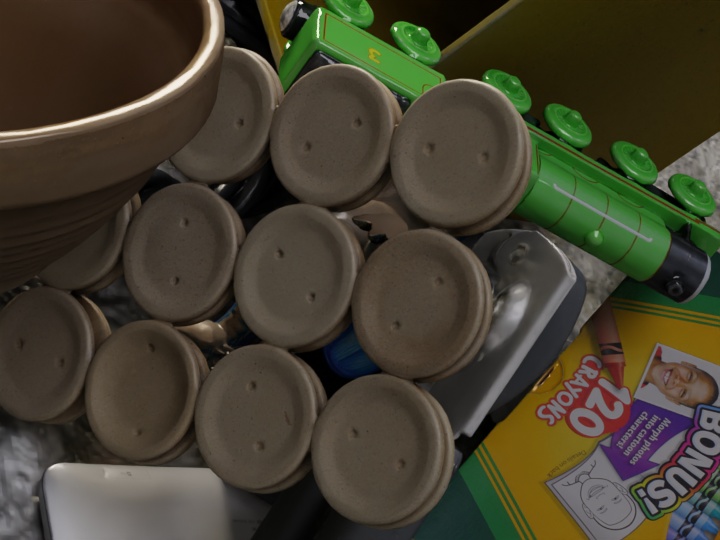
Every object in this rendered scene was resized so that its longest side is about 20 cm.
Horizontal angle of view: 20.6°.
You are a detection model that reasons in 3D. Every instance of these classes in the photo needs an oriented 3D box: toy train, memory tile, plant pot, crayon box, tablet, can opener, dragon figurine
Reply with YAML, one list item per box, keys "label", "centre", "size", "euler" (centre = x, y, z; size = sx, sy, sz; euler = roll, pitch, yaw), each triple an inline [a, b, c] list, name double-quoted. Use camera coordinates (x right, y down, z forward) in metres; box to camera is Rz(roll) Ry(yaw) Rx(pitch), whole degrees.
- label: "toy train"
  centre: [0.056, -0.044, 0.746]
  size: [0.199, 0.042, 0.057]
  euler: [27, 33, -17]
- label: "memory tile"
  centre: [-0.041, -0.001, 0.692]
  size: [0.017, 0.199, 0.154]
  euler: [19, 85, -59]
- label: "plant pot"
  centre: [-0.149, -0.053, 0.667]
  size: [0.199, 0.093, 0.201]
  euler: [8, 31, -5]
- label: "plant pot"
  centre: [0.080, -0.136, 0.870]
  size: [0.176, 0.199, 0.201]
  euler: [35, 28, -45]
- label: "crayon box"
  centre: [0.115, 0.088, 0.779]
  size: [0.118, 0.058, 0.200]
  euler: [33, 59, 19]
- label: "tablet"
  centre: [-0.024, 0.136, 0.755]
  size: [0.199, 0.014, 0.131]
  euler: [5, 60, -34]
- label: "can opener"
  centre: [0.019, 0.074, 0.720]
  size: [0.067, 0.053, 0.201]
  euler: [39, 82, -42]
- label: "dragon figurine"
  centre: [0.000, 0.000, 0.771]
  size: [0.059, 0.100, 0.200]
  euler: [46, 36, 16]

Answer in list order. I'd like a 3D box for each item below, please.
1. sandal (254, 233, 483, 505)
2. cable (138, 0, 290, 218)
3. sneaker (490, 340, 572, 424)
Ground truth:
- label: "sandal"
  centre: [0.012, 0.024, 0.824]
  size: [0.076, 0.043, 0.200]
  euler: [37, 42, -6]
- label: "cable"
  centre: [-0.109, -0.081, 0.815]
  size: [0.199, 0.051, 0.164]
  euler: [-23, 83, -45]
- label: "sneaker"
  centre: [0.139, 0.097, 0.855]
  size: [0.200, 0.080, 0.076]
  euler: [47, 47, 1]
